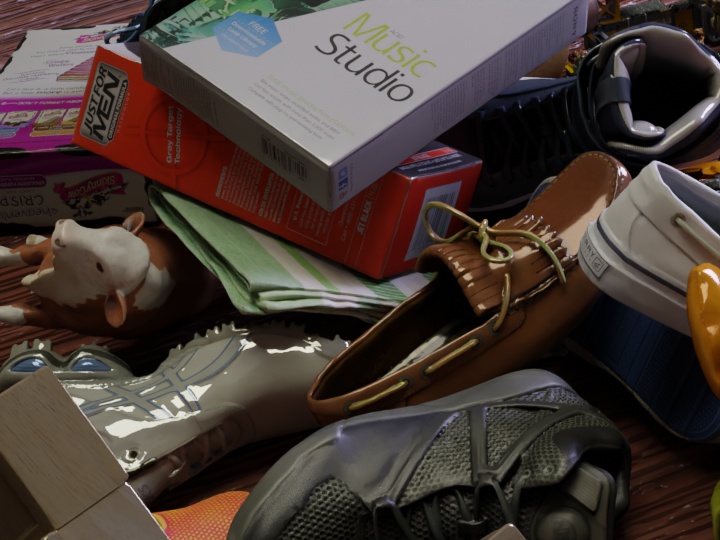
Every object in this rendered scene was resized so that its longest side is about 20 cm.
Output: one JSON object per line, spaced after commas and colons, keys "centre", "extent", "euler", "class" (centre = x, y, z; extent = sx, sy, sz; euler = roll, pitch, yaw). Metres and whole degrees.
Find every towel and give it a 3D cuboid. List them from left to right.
{"centre": [0.000, 0.000, 1.157], "extent": [0.199, 0.023, 0.153], "euler": [8, 20, -29], "class": "towel"}

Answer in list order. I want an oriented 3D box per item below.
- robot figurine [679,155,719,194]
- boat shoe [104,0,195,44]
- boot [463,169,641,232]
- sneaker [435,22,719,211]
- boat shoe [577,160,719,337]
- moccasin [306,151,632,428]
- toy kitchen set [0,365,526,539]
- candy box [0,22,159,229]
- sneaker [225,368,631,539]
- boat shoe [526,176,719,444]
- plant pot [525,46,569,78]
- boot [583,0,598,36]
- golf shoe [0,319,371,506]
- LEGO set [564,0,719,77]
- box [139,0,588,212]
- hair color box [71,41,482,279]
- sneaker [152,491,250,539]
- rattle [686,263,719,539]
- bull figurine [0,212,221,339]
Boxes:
{"centre": [0.228, -0.036, 1.130], "extent": [0.144, 0.058, 0.200], "euler": [-11, 5, -3], "class": "robot figurine"}
{"centre": [-0.104, -0.149, 1.326], "extent": [0.200, 0.069, 0.084], "euler": [7, 66, 56], "class": "boat shoe"}
{"centre": [0.081, -0.060, 1.302], "extent": [0.199, 0.075, 0.097], "euler": [-5, 11, 6], "class": "boot"}
{"centre": [0.107, -0.082, 1.174], "extent": [0.202, 0.077, 0.146], "euler": [-11, -4, 7], "class": "sneaker"}
{"centre": [0.202, 0.012, 1.015], "extent": [0.200, 0.067, 0.074], "euler": [21, 32, -21], "class": "boat shoe"}
{"centre": [0.055, 0.012, 1.062], "extent": [0.201, 0.078, 0.074], "euler": [-40, 33, -5], "class": "moccasin"}
{"centre": [-0.069, 0.129, 0.905], "extent": [0.180, 0.200, 0.163], "euler": [-34, -4, -38], "class": "toy kitchen set"}
{"centre": [-0.182, -0.100, 1.441], "extent": [0.136, 0.061, 0.200], "euler": [-2, 30, 11], "class": "candy box"}
{"centre": [0.041, 0.110, 0.978], "extent": [0.199, 0.076, 0.114], "euler": [-17, 22, -23], "class": "sneaker"}
{"centre": [0.152, 0.023, 1.107], "extent": [0.072, 0.072, 0.200], "euler": [6, 33, -36], "class": "boat shoe"}
{"centre": [0.026, -0.152, 1.379], "extent": [0.199, 0.187, 0.186], "euler": [-7, 25, -25], "class": "plant pot"}
{"centre": [0.021, -0.182, 1.252], "extent": [0.200, 0.064, 0.187], "euler": [-23, 66, -35], "class": "boot"}
{"centre": [-0.091, 0.085, 1.092], "extent": [0.199, 0.078, 0.097], "euler": [-8, 48, 11], "class": "golf shoe"}
{"centre": [0.228, -0.189, 1.416], "extent": [0.199, 0.116, 0.154], "euler": [-11, 29, -3], "class": "LEGO set"}
{"centre": [0.004, -0.126, 1.136], "extent": [0.144, 0.036, 0.200], "euler": [36, 55, 28], "class": "box"}
{"centre": [-0.046, -0.065, 1.171], "extent": [0.200, 0.061, 0.101], "euler": [23, 17, 21], "class": "hair color box"}
{"centre": [-0.128, 0.141, 0.975], "extent": [0.199, 0.077, 0.073], "euler": [-20, 29, -22], "class": "sneaker"}
{"centre": [0.248, 0.074, 0.924], "extent": [0.200, 0.143, 0.130], "euler": [11, 16, 44], "class": "rattle"}
{"centre": [-0.145, 0.005, 1.177], "extent": [0.121, 0.065, 0.200], "euler": [0, -4, 17], "class": "bull figurine"}
